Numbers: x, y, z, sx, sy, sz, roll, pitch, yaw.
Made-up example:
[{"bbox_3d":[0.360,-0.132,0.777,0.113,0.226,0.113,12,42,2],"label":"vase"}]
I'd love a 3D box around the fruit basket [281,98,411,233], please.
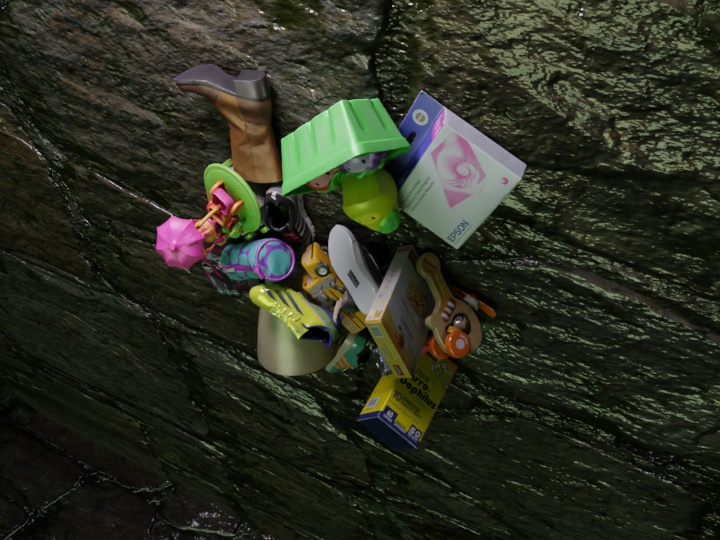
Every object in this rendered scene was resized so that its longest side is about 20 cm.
[{"bbox_3d":[-0.014,-0.147,0.968,0.213,0.154,0.220,15,113,40],"label":"fruit basket"}]

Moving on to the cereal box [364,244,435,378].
[{"bbox_3d":[0.082,0.072,1.097,0.039,0.202,0.145,-7,128,33],"label":"cereal box"}]

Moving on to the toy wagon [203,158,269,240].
[{"bbox_3d":[-0.260,-0.133,1.230,0.198,0.040,0.156,-16,112,51],"label":"toy wagon"}]

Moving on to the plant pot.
[{"bbox_3d":[-0.146,0.090,1.312,0.184,0.187,0.204,11,123,25],"label":"plant pot"}]

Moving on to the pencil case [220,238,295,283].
[{"bbox_3d":[-0.213,-0.018,1.224,0.199,0.092,0.086,-2,119,56],"label":"pencil case"}]

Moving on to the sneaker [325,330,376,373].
[{"bbox_3d":[-0.024,0.203,1.412,0.079,0.072,0.201,30,146,-3],"label":"sneaker"}]

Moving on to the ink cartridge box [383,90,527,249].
[{"bbox_3d":[0.129,-0.151,0.961,0.198,0.044,0.197,33,142,-2],"label":"ink cartridge box"}]

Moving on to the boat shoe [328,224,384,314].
[{"bbox_3d":[0.000,0.000,1.143,0.071,0.063,0.202,-47,57,34],"label":"boat shoe"}]

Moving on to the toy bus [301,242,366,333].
[{"bbox_3d":[-0.051,0.037,1.231,0.078,0.066,0.200,-33,121,21],"label":"toy bus"}]

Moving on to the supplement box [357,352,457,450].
[{"bbox_3d":[0.100,0.259,1.269,0.108,0.201,0.109,38,152,-9],"label":"supplement box"}]

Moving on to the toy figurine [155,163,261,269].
[{"bbox_3d":[-0.306,-0.074,1.138,0.150,0.184,0.200,43,147,1],"label":"toy figurine"}]

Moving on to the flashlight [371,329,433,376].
[{"bbox_3d":[0.126,0.149,1.159,0.068,0.197,0.069,136,114,-73],"label":"flashlight"}]

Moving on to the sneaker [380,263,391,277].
[{"bbox_3d":[0.074,0.074,1.195,0.077,0.087,0.204,44,141,52],"label":"sneaker"}]

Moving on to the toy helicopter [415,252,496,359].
[{"bbox_3d":[0.166,0.057,1.109,0.203,0.131,0.079,64,156,-1],"label":"toy helicopter"}]

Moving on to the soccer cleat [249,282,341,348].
[{"bbox_3d":[-0.130,0.089,1.190,0.197,0.085,0.065,24,143,-9],"label":"soccer cleat"}]

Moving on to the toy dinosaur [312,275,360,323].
[{"bbox_3d":[-0.036,0.055,1.130,0.088,0.199,0.048,36,103,15],"label":"toy dinosaur"}]

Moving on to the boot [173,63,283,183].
[{"bbox_3d":[-0.231,-0.258,1.079,0.184,0.069,0.203,6,131,12],"label":"boot"}]

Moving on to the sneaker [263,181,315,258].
[{"bbox_3d":[-0.145,-0.091,1.174,0.072,0.088,0.202,13,138,22],"label":"sneaker"}]

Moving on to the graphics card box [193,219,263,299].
[{"bbox_3d":[-0.313,-0.023,1.393,0.123,0.051,0.202,5,134,31],"label":"graphics card box"}]
